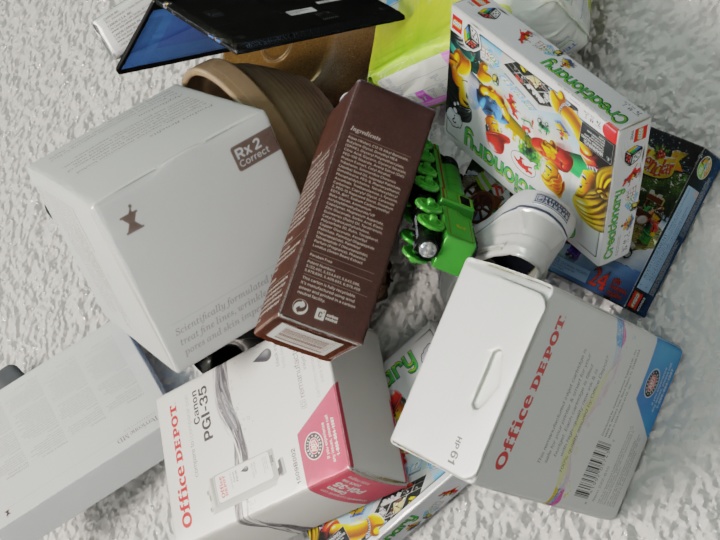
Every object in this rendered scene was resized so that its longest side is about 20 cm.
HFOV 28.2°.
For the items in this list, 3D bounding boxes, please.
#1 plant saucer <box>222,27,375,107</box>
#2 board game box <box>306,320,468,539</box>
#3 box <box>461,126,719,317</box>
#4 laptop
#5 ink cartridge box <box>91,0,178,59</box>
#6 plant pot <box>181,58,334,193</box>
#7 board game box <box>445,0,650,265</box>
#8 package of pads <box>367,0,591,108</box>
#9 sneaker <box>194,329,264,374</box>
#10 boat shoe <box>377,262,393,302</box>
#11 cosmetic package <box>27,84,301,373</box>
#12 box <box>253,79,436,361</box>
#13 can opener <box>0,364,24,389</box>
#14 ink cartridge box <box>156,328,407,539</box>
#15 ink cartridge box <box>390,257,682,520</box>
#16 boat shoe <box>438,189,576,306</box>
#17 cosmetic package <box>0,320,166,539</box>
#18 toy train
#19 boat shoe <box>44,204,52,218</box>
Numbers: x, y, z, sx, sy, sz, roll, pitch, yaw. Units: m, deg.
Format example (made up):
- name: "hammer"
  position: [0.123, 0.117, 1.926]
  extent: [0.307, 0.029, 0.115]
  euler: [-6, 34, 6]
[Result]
- name: "plant saucer"
  position: [-0.072, -0.220, 1.412]
  extent: [0.200, 0.035, 0.201]
  euler: [-14, 67, 35]
- name: "board game box"
  position: [0.025, 0.155, 1.212]
  extent: [0.200, 0.035, 0.126]
  euler: [-44, 53, 20]
- name: "box"
  position: [0.175, -0.064, 1.161]
  extent: [0.200, 0.038, 0.137]
  euler: [29, 94, 41]
- name: "laptop"
  position: [-0.093, -0.200, 1.263]
  extent: [0.200, 0.177, 0.104]
  euler: [36, 133, 41]
- name: "ink cartridge box"
  position: [-0.139, -0.270, 1.345]
  extent: [0.199, 0.174, 0.044]
  euler: [-30, 98, 11]
- name: "plant pot"
  position: [-0.074, -0.114, 1.313]
  extent: [0.093, 0.201, 0.201]
  euler: [-32, 47, -20]
- name: "board game box"
  position: [0.138, -0.111, 1.102]
  extent: [0.200, 0.035, 0.127]
  euler: [45, 148, 39]
- name: "package of pads"
  position: [0.103, -0.230, 1.232]
  extent: [0.199, 0.068, 0.155]
  euler: [-19, 48, 34]
- name: "sneaker"
  position: [-0.154, 0.061, 1.358]
  extent: [0.199, 0.077, 0.112]
  euler: [-11, 59, 29]
- name: "boat shoe"
  position: [0.000, 0.000, 1.268]
  extent: [0.067, 0.072, 0.201]
  euler: [32, 103, 10]
- name: "cosmetic package"
  position: [-0.157, -0.043, 1.232]
  extent: [0.165, 0.165, 0.200]
  euler: [-32, 26, -17]
- name: "box"
  position: [-0.013, -0.036, 1.124]
  extent: [0.100, 0.075, 0.201]
  euler: [145, 143, -72]
- name: "can opener"
  position: [-0.304, 0.152, 1.477]
  extent: [0.067, 0.053, 0.200]
  euler: [-39, 48, -17]
- name: "ink cartridge box"
  position: [-0.071, 0.145, 1.216]
  extent: [0.200, 0.083, 0.147]
  euler: [-29, 59, 29]
- name: "ink cartridge box"
  position: [0.132, 0.089, 1.039]
  extent: [0.084, 0.200, 0.145]
  euler: [23, 90, 40]
- name: "boat shoe"
  position: [0.100, 0.004, 1.118]
  extent: [0.073, 0.200, 0.066]
  euler: [29, 63, 0]
- name: "cosmetic package"
  position: [-0.283, 0.156, 1.390]
  extent: [0.200, 0.052, 0.151]
  euler: [-32, 48, -6]
- name: "toy train"
  position: [0.061, -0.054, 1.135]
  extent: [0.200, 0.056, 0.042]
  euler: [-90, 23, -63]
- name: "boat shoe"
  position: [-0.246, -0.069, 1.485]
  extent: [0.199, 0.060, 0.076]
  euler: [-11, 69, 36]
